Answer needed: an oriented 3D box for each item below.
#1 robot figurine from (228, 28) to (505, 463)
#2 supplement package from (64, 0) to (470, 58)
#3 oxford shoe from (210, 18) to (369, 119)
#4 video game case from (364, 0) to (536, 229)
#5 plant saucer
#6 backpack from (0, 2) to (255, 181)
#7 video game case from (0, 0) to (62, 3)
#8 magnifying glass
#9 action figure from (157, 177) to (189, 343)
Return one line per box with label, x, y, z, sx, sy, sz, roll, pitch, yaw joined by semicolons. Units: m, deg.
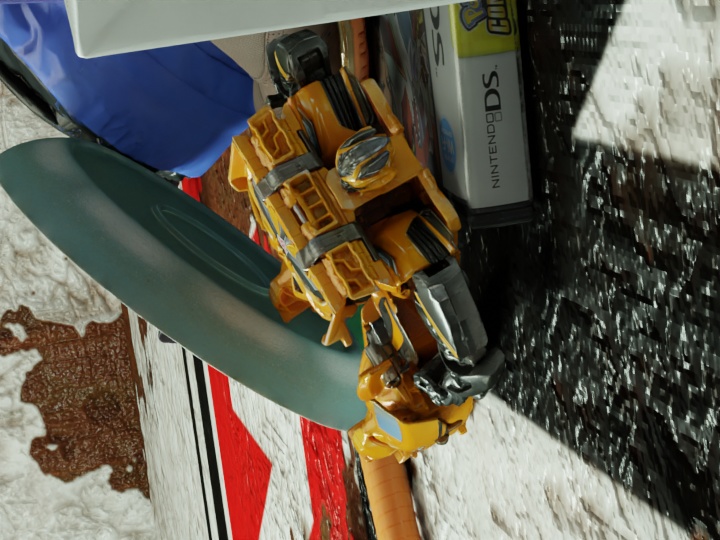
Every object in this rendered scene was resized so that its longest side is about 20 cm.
robot figurine;0.000;0.000;0.736;0.145;0.058;0.200;59;173;19
supplement package;-0.002;-0.165;0.436;0.200;0.155;0.111;91;166;-45
oxford shoe;-0.035;-0.105;0.752;0.200;0.073;0.072;99;159;-62
video game case;0.016;-0.124;0.733;0.200;0.025;0.181;-133;35;-72
plant saucer;-0.071;-0.001;0.897;0.027;0.200;0.200;-54;22;8
backpack;-0.118;-0.153;0.998;0.200;0.168;0.162;50;-164;16
video game case;-0.068;-0.167;0.624;0.182;0.045;0.200;-55;-4;13
magnifying glass;0.001;0.056;0.978;0.080;0.022;0.201;101;157;-62
action figure;-0.154;-0.041;1.616;0.130;0.069;0.201;84;176;-56
